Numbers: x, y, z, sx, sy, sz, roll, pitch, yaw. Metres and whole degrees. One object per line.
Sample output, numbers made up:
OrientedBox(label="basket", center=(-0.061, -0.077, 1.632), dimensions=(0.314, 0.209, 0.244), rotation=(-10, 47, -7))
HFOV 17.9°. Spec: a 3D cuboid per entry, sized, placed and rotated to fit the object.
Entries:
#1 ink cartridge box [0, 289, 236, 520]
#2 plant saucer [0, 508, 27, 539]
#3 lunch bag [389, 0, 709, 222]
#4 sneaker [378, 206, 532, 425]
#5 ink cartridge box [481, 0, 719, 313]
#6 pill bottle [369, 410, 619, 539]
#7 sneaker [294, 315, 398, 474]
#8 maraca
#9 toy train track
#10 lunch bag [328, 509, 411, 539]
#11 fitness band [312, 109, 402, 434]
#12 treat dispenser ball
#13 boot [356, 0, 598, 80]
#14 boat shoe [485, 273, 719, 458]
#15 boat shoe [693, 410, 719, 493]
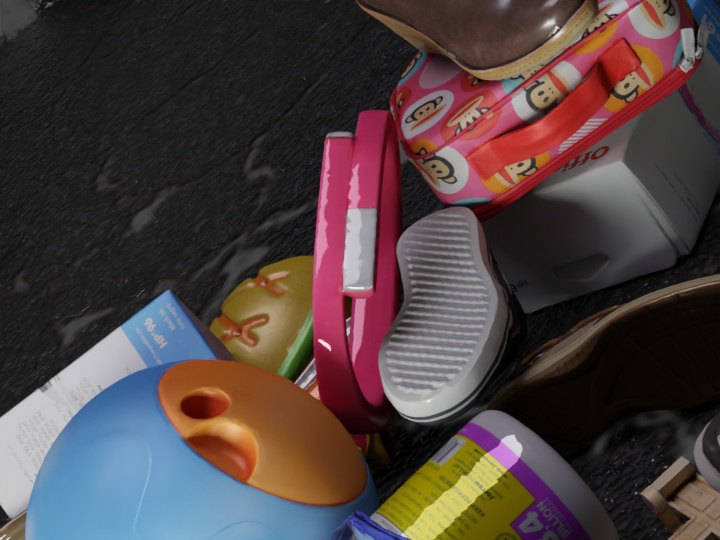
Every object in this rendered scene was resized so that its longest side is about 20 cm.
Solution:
OrientedBox(label="ink cartridge box", center=(-0.164, 0.112, 1.417), dimensions=(0.200, 0.116, 0.068), rotation=(-37, 64, -1))
OrientedBox(label="plant saucer", center=(-0.175, 0.191, 1.423), dimensions=(0.200, 0.200, 0.030), rotation=(-38, 64, 3))
OrientedBox(label="lunch bag", center=(0.116, -0.122, 1.428), dimensions=(0.200, 0.082, 0.176), rotation=(-35, 23, 11))
OrientedBox(label="sneaker", center=(0.060, 0.042, 1.335), dimensions=(0.078, 0.080, 0.200), rotation=(-18, 27, 16))
OrientedBox(label="ink cartridge box", center=(0.164, -0.079, 1.493), dimensions=(0.144, 0.085, 0.200), rotation=(-21, 28, 39))
OrientedBox(label="pill bottle", center=(0.031, 0.173, 1.168), dimensions=(0.200, 0.104, 0.104), rotation=(-43, 21, -10))
OrientedBox(label="sneaker", center=(-0.026, 0.115, 1.433), dimensions=(0.077, 0.073, 0.200), rotation=(40, 94, 27))
OrientedBox(label="maraca", center=(-0.042, 0.039, 1.544), dimensions=(0.137, 0.107, 0.200), rotation=(-41, 19, 58))
OrientedBox(label="toy train track", center=(0.189, 0.122, 1.108), dimensions=(0.115, 0.033, 0.200), rotation=(-42, 22, -8))
OrientedBox(label="lunch bag", center=(0.046, 0.200, 1.020), dimensions=(0.094, 0.151, 0.200), rotation=(-39, 21, -1))
OrientedBox(label="fitness band", center=(0.000, 0.000, 1.363), dimensions=(0.037, 0.144, 0.201), rotation=(1, 59, 7))
OrientedBox(label="treat dispenser ball", center=(-0.087, 0.149, 1.275), dimensions=(0.201, 0.201, 0.201), rotation=(-33, 21, 15))
OrientedBox(label="boot", center=(0.038, -0.196, 1.375), dimensions=(0.072, 0.166, 0.200), rotation=(-51, 28, -18))
OrientedBox(label="boat shoe", center=(0.156, 0.042, 1.282), dimensions=(0.200, 0.072, 0.072), rotation=(-34, 18, 36))
OrientedBox(label="boat shoe", center=(0.221, 0.046, 1.128), dimensions=(0.057, 0.067, 0.200), rotation=(-53, -1, 36))
